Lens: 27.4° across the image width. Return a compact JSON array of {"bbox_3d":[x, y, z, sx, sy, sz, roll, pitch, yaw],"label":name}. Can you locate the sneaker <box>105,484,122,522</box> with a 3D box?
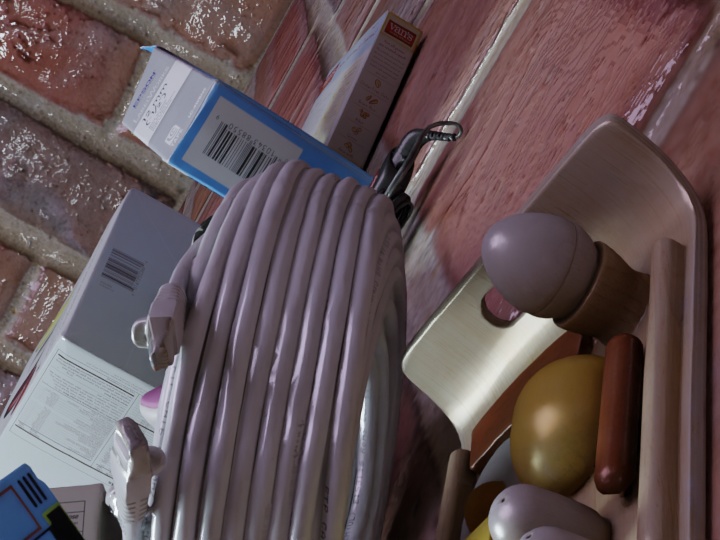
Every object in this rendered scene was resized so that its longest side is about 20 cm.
[{"bbox_3d":[-0.092,0.123,0.838,0.081,0.075,0.200,-48,1,-5],"label":"sneaker"}]

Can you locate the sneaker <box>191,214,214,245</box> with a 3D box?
[{"bbox_3d":[-0.093,0.043,1.009,0.201,0.076,0.089,-87,18,-45],"label":"sneaker"}]

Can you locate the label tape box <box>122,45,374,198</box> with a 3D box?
[{"bbox_3d":[-0.082,-0.083,1.001,0.067,0.142,0.200,-59,26,1],"label":"label tape box"}]

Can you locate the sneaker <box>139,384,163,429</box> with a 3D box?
[{"bbox_3d":[-0.037,0.071,0.720,0.080,0.089,0.200,-26,3,18],"label":"sneaker"}]

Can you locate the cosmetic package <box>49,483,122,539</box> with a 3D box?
[{"bbox_3d":[-0.182,0.220,0.776,0.074,0.102,0.202,82,-176,-50],"label":"cosmetic package"}]

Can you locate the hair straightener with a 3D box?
[{"bbox_3d":[0.000,0.000,0.848,0.201,0.041,0.077,-55,12,13],"label":"hair straightener"}]

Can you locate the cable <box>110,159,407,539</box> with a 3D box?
[{"bbox_3d":[-0.025,0.061,0.531,0.201,0.068,0.202,-73,-13,-52],"label":"cable"}]

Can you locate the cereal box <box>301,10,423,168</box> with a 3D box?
[{"bbox_3d":[-0.026,-0.091,1.154,0.202,0.039,0.144,-65,13,-19],"label":"cereal box"}]

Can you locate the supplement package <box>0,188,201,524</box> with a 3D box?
[{"bbox_3d":[-0.187,0.086,1.186,0.200,0.146,0.192,-52,14,36],"label":"supplement package"}]

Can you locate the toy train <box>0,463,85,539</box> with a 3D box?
[{"bbox_3d":[-0.148,0.192,0.664,0.086,0.201,0.114,-34,1,38],"label":"toy train"}]

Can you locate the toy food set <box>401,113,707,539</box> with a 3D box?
[{"bbox_3d":[0.037,0.060,0.445,0.144,0.060,0.201,-52,14,40],"label":"toy food set"}]
